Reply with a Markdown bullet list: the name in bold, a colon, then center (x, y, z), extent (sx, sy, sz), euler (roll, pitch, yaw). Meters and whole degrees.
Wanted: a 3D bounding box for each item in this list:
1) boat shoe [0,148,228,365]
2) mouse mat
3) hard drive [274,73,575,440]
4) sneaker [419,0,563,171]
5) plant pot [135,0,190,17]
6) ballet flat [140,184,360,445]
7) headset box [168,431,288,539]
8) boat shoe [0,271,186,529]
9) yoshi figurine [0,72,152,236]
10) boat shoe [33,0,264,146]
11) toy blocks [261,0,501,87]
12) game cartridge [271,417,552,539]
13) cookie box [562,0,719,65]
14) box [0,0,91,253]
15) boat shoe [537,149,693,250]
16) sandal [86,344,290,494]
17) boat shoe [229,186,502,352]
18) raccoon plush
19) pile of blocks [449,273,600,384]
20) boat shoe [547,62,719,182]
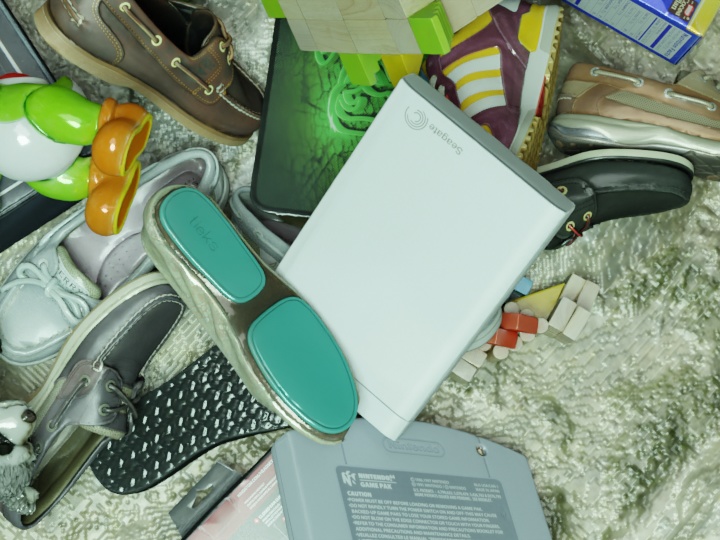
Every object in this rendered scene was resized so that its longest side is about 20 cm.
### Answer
- **boat shoe**: center (-0.177, -0.013, 1.054), extent (0.202, 0.065, 0.075), euler (-37, 86, -4)
- **mouse mat**: center (0.012, -0.114, 1.070), extent (0.160, 0.008, 0.200), euler (6, 57, -2)
- **hard drive**: center (0.027, -0.005, 0.974), extent (0.132, 0.027, 0.200), euler (40, 117, 11)
- **sneaker**: center (0.078, -0.103, 1.031), extent (0.090, 0.075, 0.200), euler (10, 53, 12)
- **plant pot**: center (-0.124, -0.268, 1.049), extent (0.190, 0.200, 0.200), euler (-42, 87, 6)
- **ballet flat**: center (-0.072, 0.031, 0.993), extent (0.067, 0.062, 0.200), euler (-32, 84, -32)
- **headset box**: center (-0.043, 0.217, 1.035), extent (0.200, 0.077, 0.149), euler (43, 83, 4)
- **boat shoe**: center (-0.179, 0.089, 1.027), extent (0.200, 0.072, 0.065), euler (-47, 61, 6)
- **yoshi figurine**: center (-0.236, -0.082, 0.929), extent (0.199, 0.112, 0.113), euler (20, 90, 1)
- **boat shoe**: center (-0.121, -0.144, 1.019), extent (0.070, 0.200, 0.071), euler (-41, 56, 19)
- **toy blocks**: center (0.039, -0.203, 1.043), extent (0.137, 0.200, 0.100), euler (-36, 115, -24)
- **game cartridge**: center (0.037, 0.162, 1.004), extent (0.200, 0.040, 0.134), euler (11, 53, -32)
- **cookie box**: center (0.191, -0.275, 1.104), extent (0.200, 0.075, 0.171), euler (29, 82, 0)
- **box**: center (-0.304, -0.097, 1.037), extent (0.198, 0.123, 0.200), euler (-33, 88, -5)
- **boat shoe**: center (0.134, -0.042, 1.070), extent (0.201, 0.074, 0.063), euler (-6, 64, 3)
- **sandal**: center (-0.097, 0.091, 1.068), extent (0.200, 0.048, 0.076), euler (-24, 83, 8)
- **boat shoe**: center (0.000, -0.001, 1.039), extent (0.202, 0.065, 0.074), euler (22, 52, 20)
- **raccoon plush**: center (-0.286, 0.117, 1.008), extent (0.097, 0.200, 0.134), euler (-4, 70, -46)
- **pile of blocks**: center (0.074, 0.039, 1.068), extent (0.200, 0.062, 0.082), euler (-24, 85, -5)
- **boat shoe**: center (0.236, -0.108, 1.088), extent (0.199, 0.076, 0.072), euler (9, 81, -3)
